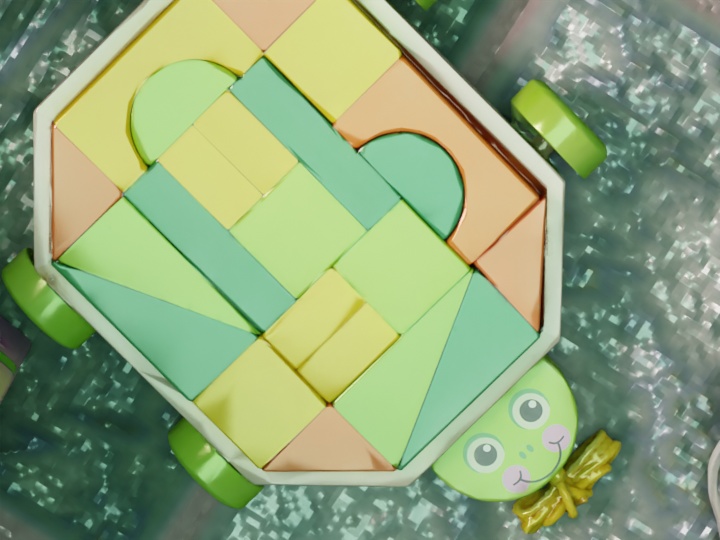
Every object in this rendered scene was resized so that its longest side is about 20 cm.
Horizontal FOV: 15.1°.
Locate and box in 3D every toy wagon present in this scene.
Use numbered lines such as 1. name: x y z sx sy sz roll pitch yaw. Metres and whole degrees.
1. toy wagon: 0.000 0.000 0.796 0.155 0.040 0.200 -44 97 6

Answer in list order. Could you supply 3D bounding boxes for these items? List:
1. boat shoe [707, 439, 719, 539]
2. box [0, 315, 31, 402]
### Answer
1. boat shoe: 0.140 0.046 0.788 0.202 0.075 0.086 -42 98 3
2. box: -0.191 0.015 0.714 0.176 0.200 0.097 41 97 -7
